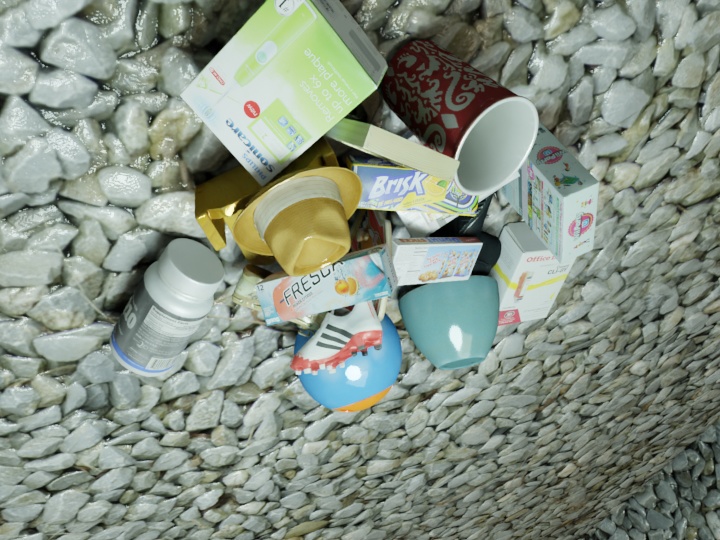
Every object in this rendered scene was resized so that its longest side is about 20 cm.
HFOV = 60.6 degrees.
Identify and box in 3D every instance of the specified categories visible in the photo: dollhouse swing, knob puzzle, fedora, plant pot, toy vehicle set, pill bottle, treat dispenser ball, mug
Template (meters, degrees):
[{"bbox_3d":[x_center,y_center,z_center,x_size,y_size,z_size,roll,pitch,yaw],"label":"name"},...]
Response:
[{"bbox_3d":[-0.111,-0.071,0.887,0.196,0.182,0.179,-24,119,-3],"label":"dollhouse swing"},{"bbox_3d":[0.000,0.000,0.978,0.030,0.222,0.222,7,129,-23],"label":"knob puzzle"},{"bbox_3d":[-0.068,-0.050,0.797,0.197,0.083,0.201,-23,160,-9],"label":"fedora"},{"bbox_3d":[0.179,0.110,1.169,0.195,0.138,0.201,-9,160,-3],"label":"plant pot"},{"bbox_3d":[0.025,-0.158,0.778,0.122,0.200,0.027,17,100,-25],"label":"toy vehicle set"},{"bbox_3d":[-0.296,0.057,0.948,0.112,0.115,0.201,17,122,-38],"label":"pill bottle"},{"bbox_3d":[-0.023,0.151,1.112,0.196,0.203,0.204,-14,137,-13],"label":"treat dispenser ball"},{"bbox_3d":[0.131,-0.204,0.835,0.133,0.201,0.177,-44,142,7],"label":"mug"}]

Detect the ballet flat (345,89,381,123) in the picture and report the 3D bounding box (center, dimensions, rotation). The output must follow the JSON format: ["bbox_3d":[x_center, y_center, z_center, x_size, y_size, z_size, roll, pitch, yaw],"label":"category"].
[{"bbox_3d":[-0.046,-0.246,0.801,0.198,0.067,0.069,24,80,-40],"label":"ballet flat"}]

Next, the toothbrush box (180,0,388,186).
[{"bbox_3d":[-0.089,-0.224,0.725,0.198,0.087,0.146,-32,111,30],"label":"toothbrush box"}]

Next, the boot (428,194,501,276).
[{"bbox_3d":[0.205,-0.074,1.105,0.166,0.076,0.203,13,110,-51],"label":"boot"}]

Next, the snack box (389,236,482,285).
[{"bbox_3d":[0.116,-0.016,0.992,0.197,0.024,0.073,-3,121,-40],"label":"snack box"}]

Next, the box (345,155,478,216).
[{"bbox_3d":[0.074,-0.126,0.911,0.195,0.070,0.066,2,111,-10],"label":"box"}]

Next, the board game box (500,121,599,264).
[{"bbox_3d":[0.297,-0.135,0.993,0.063,0.202,0.149,-22,139,-3],"label":"board game box"}]

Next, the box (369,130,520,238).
[{"bbox_3d":[0.130,-0.161,0.966,0.198,0.041,0.157,-33,116,7],"label":"box"}]

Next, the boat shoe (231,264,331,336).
[{"bbox_3d":[-0.110,0.060,0.992,0.197,0.073,0.064,29,98,-15],"label":"boat shoe"}]

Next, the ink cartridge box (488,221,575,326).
[{"bbox_3d":[0.333,0.007,1.238,0.142,0.084,0.203,-7,134,-20],"label":"ink cartridge box"}]

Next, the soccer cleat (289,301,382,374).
[{"bbox_3d":[-0.042,0.104,0.949,0.068,0.087,0.198,8,153,-41],"label":"soccer cleat"}]

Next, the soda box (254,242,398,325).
[{"bbox_3d":[-0.049,0.020,0.886,0.196,0.068,0.065,-15,100,16],"label":"soda box"}]
